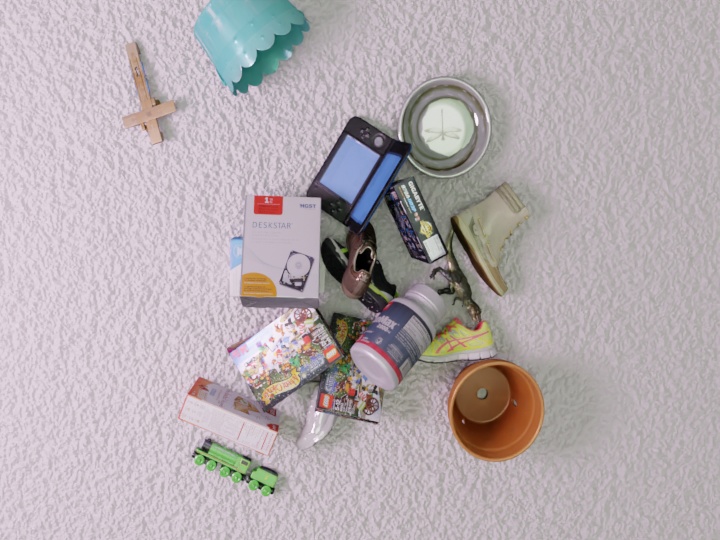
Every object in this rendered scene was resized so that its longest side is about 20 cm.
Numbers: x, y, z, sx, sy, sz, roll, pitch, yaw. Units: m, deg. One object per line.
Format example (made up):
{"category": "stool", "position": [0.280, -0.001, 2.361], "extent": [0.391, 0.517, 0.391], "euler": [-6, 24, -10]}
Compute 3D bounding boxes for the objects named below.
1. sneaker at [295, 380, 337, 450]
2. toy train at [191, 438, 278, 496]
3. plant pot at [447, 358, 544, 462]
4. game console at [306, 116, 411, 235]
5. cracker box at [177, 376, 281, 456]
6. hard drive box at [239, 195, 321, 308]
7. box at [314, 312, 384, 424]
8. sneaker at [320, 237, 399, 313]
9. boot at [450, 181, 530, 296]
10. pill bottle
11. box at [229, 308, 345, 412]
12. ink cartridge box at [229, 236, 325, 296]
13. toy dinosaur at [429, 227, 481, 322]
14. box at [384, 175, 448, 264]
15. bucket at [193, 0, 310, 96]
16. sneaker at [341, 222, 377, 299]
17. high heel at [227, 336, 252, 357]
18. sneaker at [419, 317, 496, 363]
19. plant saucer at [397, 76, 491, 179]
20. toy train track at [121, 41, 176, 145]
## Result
{"category": "sneaker", "position": [-0.083, 0.283, 1.485], "extent": [0.099, 0.078, 0.201], "euler": [39, 84, 0]}
{"category": "toy train", "position": [-0.266, 0.420, 1.499], "extent": [0.196, 0.042, 0.058], "euler": [27, 84, -6]}
{"category": "plant pot", "position": [0.269, 0.274, 1.464], "extent": [0.194, 0.140, 0.206], "euler": [0, 97, -3]}
{"category": "game console", "position": [-0.007, -0.193, 1.389], "extent": [0.169, 0.118, 0.203], "euler": [33, 93, 11]}
{"category": "cracker box", "position": [-0.263, 0.297, 1.438], "extent": [0.196, 0.134, 0.059], "euler": [25, 94, -6]}
{"category": "hard drive box", "position": [-0.153, -0.035, 1.361], "extent": [0.151, 0.077, 0.206], "euler": [1, 72, -4]}
{"category": "box", "position": [-0.011, 0.202, 1.448], "extent": [0.133, 0.038, 0.205], "euler": [12, 69, -6]}
{"category": "sneaker", "position": [0.000, 0.000, 1.467], "extent": [0.200, 0.071, 0.083], "euler": [48, 59, -7]}
{"category": "boot", "position": [0.296, -0.064, 1.466], "extent": [0.153, 0.072, 0.203], "euler": [-33, 102, -5]}
{"category": "pill bottle", "position": [0.082, 0.127, 1.408], "extent": [0.120, 0.119, 0.200], "euler": [46, 66, -7]}
{"category": "box", "position": [-0.145, 0.167, 1.402], "extent": [0.198, 0.038, 0.138], "euler": [-35, 84, 6]}
{"category": "ink cartridge box", "position": [-0.169, -0.007, 1.444], "extent": [0.194, 0.067, 0.120], "euler": [1, 95, -3]}
{"category": "toy dinosaur", "position": [0.191, 0.022, 1.478], "extent": [0.086, 0.047, 0.205], "euler": [-19, 91, -15]}
{"category": "box", "position": [0.102, -0.100, 1.384], "extent": [0.045, 0.200, 0.162], "euler": [-26, 96, -3]}
{"category": "bucket", "position": [-0.209, -0.452, 1.332], "extent": [0.206, 0.207, 0.136], "euler": [-41, 95, 2]}
{"category": "sneaker", "position": [0.012, -0.037, 1.395], "extent": [0.069, 0.204, 0.076], "euler": [23, 137, -19]}
{"category": "high heel", "position": [-0.186, 0.129, 1.459], "extent": [0.096, 0.068, 0.200], "euler": [40, 106, -16]}
{"category": "sneaker", "position": [0.188, 0.147, 1.485], "extent": [0.194, 0.078, 0.093], "euler": [-5, 88, -9]}
{"category": "plant saucer", "position": [0.170, -0.292, 1.443], "extent": [0.194, 0.050, 0.207], "euler": [0, 97, -4]}
{"category": "toy train track", "position": [-0.432, -0.355, 1.412], "extent": [0.112, 0.033, 0.206], "euler": [-15, 91, 6]}
